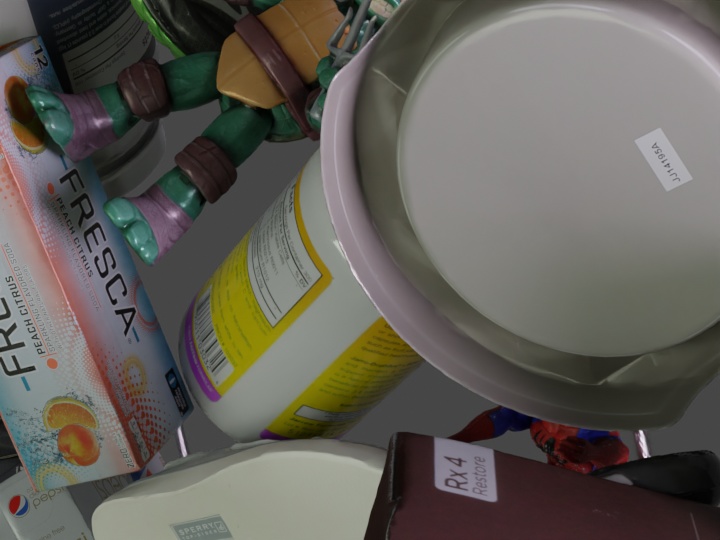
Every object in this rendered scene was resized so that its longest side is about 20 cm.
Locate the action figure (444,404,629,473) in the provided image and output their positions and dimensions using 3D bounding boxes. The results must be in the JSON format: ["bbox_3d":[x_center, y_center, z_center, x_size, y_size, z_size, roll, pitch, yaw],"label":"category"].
[{"bbox_3d":[0.089,0.041,0.731,0.065,0.099,0.201,35,131,28],"label":"action figure"}]

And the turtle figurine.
[{"bbox_3d":[-0.039,-0.096,0.744,0.150,0.200,0.101,50,175,38],"label":"turtle figurine"}]

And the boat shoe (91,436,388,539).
[{"bbox_3d":[-0.037,0.107,0.787,0.200,0.068,0.072,-21,103,40],"label":"boat shoe"}]

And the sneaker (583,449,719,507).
[{"bbox_3d":[0.085,0.155,0.689,0.200,0.075,0.116,-37,65,40],"label":"sneaker"}]

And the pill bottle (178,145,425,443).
[{"bbox_3d":[0.000,0.000,0.789,0.104,0.104,0.200,55,135,11],"label":"pill bottle"}]

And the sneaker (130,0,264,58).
[{"bbox_3d":[-0.073,-0.182,0.802,0.084,0.077,0.201,-3,106,48],"label":"sneaker"}]

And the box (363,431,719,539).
[{"bbox_3d":[0.062,0.194,0.581,0.164,0.166,0.201,15,112,-3],"label":"box"}]

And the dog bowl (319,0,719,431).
[{"bbox_3d":[0.087,-0.040,0.628,0.199,0.059,0.201,12,123,19],"label":"dog bowl"}]

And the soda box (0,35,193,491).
[{"bbox_3d":[-0.151,-0.002,0.788,0.063,0.068,0.201,-13,107,24],"label":"soda box"}]

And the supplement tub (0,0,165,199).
[{"bbox_3d":[-0.181,-0.137,0.856,0.140,0.140,0.201,19,135,37],"label":"supplement tub"}]

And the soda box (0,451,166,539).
[{"bbox_3d":[-0.150,0.139,0.932,0.064,0.200,0.068,-30,83,5],"label":"soda box"}]

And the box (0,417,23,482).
[{"bbox_3d":[-0.247,0.150,1.092,0.161,0.049,0.201,51,138,49],"label":"box"}]
